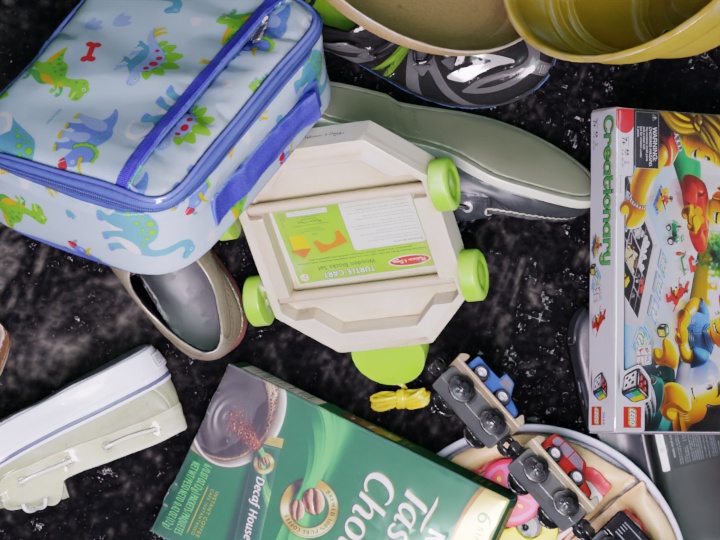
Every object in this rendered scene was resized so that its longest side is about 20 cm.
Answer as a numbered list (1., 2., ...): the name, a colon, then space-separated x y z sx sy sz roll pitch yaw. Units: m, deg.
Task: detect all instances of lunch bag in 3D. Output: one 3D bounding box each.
1. lunch bag: -0.118 -0.095 1.623 0.160 0.083 0.200 20 52 26

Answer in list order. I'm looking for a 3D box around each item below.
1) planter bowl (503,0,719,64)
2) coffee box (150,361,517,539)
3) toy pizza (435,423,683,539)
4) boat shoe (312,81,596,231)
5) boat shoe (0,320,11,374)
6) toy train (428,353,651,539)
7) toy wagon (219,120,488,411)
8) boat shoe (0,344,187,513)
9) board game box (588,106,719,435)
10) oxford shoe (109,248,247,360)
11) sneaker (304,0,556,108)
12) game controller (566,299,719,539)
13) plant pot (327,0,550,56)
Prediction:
1. planter bowl: 0.189 -0.190 1.633 0.201 0.200 0.083 -52 131 1
2. coffee box: -0.015 0.151 1.703 0.200 0.044 0.123 27 93 10
3. toy pizza: 0.106 0.197 1.722 0.200 0.032 0.201 1 96 9
4. boat shoe: 0.047 -0.058 1.708 0.199 0.075 0.066 13 122 -12
5. boat shoe: -0.298 0.097 1.689 0.200 0.074 0.076 -43 95 0
6. toy train: 0.118 0.125 1.684 0.200 0.034 0.046 47 57 4
7. toy wagon: 0.000 0.000 1.693 0.155 0.040 0.200 -7 125 19
8. boat shoe: -0.201 0.117 1.699 0.200 0.072 0.062 -28 92 -4
9. board game box: 0.203 0.002 1.703 0.126 0.035 0.201 2 87 -28
10. oxford shoe: -0.136 -0.031 1.691 0.070 0.075 0.200 -39 94 2
11. sneaker: 0.023 -0.149 1.690 0.199 0.083 0.071 18 93 -5
12. game controller: 0.197 0.108 1.745 0.104 0.042 0.200 -14 95 -17
13. plant pot: 0.025 -0.205 1.659 0.200 0.200 0.027 35 135 -5
